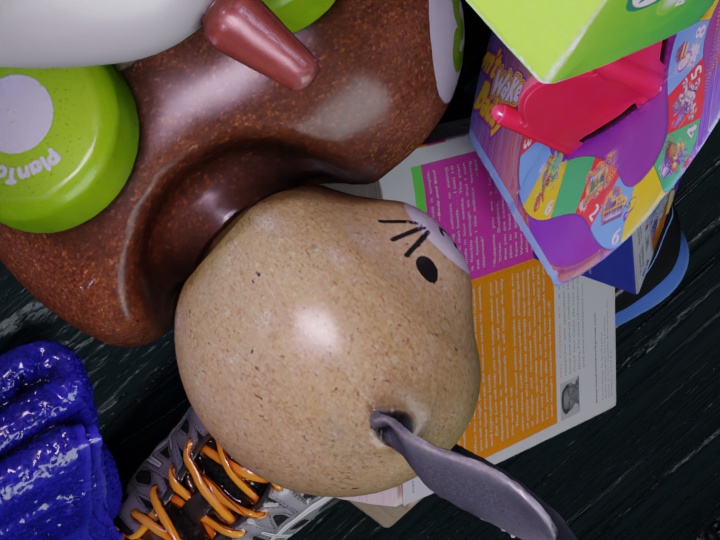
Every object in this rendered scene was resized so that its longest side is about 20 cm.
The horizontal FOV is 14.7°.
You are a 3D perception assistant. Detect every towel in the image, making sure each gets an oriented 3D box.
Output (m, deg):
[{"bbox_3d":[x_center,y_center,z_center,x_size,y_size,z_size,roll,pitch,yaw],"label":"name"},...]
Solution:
[{"bbox_3d":[-0.149,0.107,1.034,0.147,0.050,0.200,-38,165,-13],"label":"towel"}]

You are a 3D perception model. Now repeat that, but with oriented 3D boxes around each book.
[{"bbox_3d":[0.048,0.006,1.115,0.200,0.048,0.134,-15,108,-57],"label":"book"}]

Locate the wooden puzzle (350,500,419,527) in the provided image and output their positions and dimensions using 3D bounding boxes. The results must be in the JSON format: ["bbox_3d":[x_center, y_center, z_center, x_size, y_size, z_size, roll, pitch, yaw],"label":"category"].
[{"bbox_3d":[0.064,0.058,1.461,0.185,0.037,0.200,-41,170,0],"label":"wooden puzzle"}]

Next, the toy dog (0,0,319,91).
[{"bbox_3d":[-0.089,-0.049,0.641,0.200,0.096,0.132,-38,165,-10],"label":"toy dog"}]

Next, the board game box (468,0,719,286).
[{"bbox_3d":[0.064,-0.092,0.824,0.159,0.039,0.200,-62,-160,17],"label":"board game box"}]

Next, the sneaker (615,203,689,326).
[{"bbox_3d":[0.067,0.026,1.323,0.200,0.070,0.078,-41,152,0],"label":"sneaker"}]

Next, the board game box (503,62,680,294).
[{"bbox_3d":[0.100,-0.082,1.000,0.200,0.045,0.135,63,47,-75],"label":"board game box"}]

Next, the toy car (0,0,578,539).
[{"bbox_3d":[0.000,0.000,0.799,0.158,0.200,0.164,-41,165,4],"label":"toy car"}]

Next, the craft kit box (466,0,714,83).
[{"bbox_3d":[0.019,-0.164,0.380,0.048,0.200,0.198,-26,159,-42],"label":"craft kit box"}]

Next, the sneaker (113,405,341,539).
[{"bbox_3d":[-0.057,0.092,1.143,0.077,0.078,0.200,-40,168,-45],"label":"sneaker"}]
